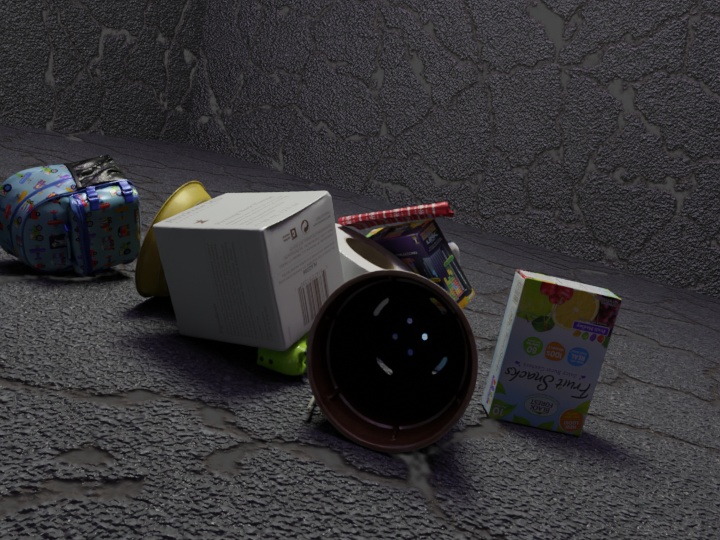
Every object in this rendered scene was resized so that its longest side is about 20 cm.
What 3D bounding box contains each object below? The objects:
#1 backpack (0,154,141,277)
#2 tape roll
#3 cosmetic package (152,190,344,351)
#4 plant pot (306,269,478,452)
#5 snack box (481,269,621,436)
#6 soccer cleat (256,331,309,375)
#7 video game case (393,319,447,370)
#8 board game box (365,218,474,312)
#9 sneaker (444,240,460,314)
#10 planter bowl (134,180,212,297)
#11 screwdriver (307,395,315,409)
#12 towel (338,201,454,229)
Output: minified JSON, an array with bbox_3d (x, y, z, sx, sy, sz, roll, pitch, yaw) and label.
[{"bbox_3d":[-0.474,-0.078,0.981,0.197,0.186,0.134,-19,49,-42],"label":"backpack"},{"bbox_3d":[0.000,0.000,1.027,0.199,0.072,0.203,29,17,-9],"label":"tape roll"},{"bbox_3d":[-0.151,-0.008,0.853,0.196,0.170,0.167,3,24,30],"label":"cosmetic package"},{"bbox_3d":[0.052,0.096,0.767,0.196,0.205,0.198,15,6,11],"label":"plant pot"},{"bbox_3d":[0.263,0.115,0.843,0.139,0.205,0.053,12,12,-3],"label":"snack box"},{"bbox_3d":[-0.089,0.095,0.887,0.079,0.069,0.200,9,14,11],"label":"soccer cleat"},{"bbox_3d":[0.063,0.099,1.057,0.195,0.047,0.181,16,14,8],"label":"video game case"},{"bbox_3d":[0.100,-0.003,1.139,0.057,0.167,0.198,-41,18,-27],"label":"board game box"},{"bbox_3d":[0.177,0.024,1.188,0.071,0.203,0.072,-30,49,-19],"label":"sneaker"},{"bbox_3d":[-0.266,-0.031,0.965,0.082,0.204,0.200,26,14,5],"label":"planter bowl"},{"bbox_3d":[-0.048,0.138,0.806,0.027,0.030,0.200,14,8,4],"label":"screwdriver"},{"bbox_3d":[0.069,-0.097,1.093,0.195,0.023,0.144,-7,1,12],"label":"towel"}]
